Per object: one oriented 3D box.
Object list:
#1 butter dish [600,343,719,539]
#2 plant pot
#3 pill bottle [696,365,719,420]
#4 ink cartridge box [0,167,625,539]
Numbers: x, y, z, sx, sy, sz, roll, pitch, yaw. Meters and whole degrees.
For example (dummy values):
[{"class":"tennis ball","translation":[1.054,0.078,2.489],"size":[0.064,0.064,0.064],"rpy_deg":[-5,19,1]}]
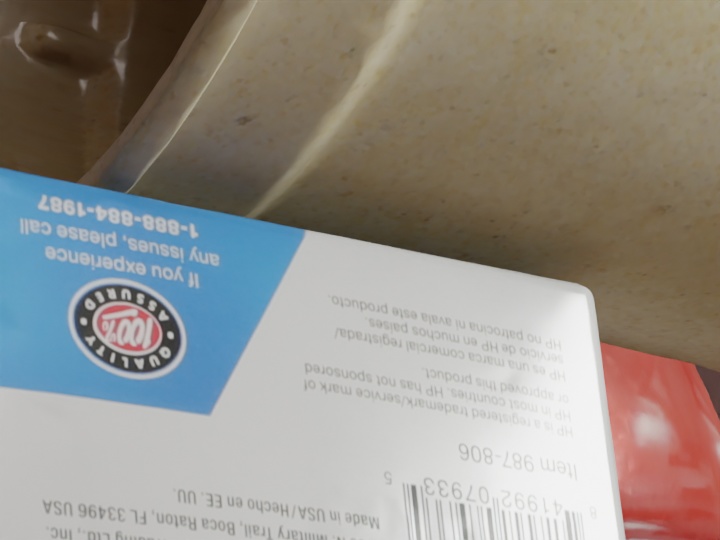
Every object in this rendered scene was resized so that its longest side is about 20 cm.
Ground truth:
[{"class":"butter dish","translation":[0.032,0.026,0.735],"size":[0.199,0.148,0.200],"rpy_deg":[61,18,22]},{"class":"plant pot","translation":[0.032,-0.067,0.607],"size":[0.183,0.200,0.200],"rpy_deg":[20,19,-24]},{"class":"pill bottle","translation":[0.185,0.066,0.920],"size":[0.200,0.113,0.113],"rpy_deg":[19,19,-32]},{"class":"ink cartridge box","translation":[-0.025,0.096,0.515],"size":[0.145,0.084,0.200],"rpy_deg":[12,60,-32]}]
